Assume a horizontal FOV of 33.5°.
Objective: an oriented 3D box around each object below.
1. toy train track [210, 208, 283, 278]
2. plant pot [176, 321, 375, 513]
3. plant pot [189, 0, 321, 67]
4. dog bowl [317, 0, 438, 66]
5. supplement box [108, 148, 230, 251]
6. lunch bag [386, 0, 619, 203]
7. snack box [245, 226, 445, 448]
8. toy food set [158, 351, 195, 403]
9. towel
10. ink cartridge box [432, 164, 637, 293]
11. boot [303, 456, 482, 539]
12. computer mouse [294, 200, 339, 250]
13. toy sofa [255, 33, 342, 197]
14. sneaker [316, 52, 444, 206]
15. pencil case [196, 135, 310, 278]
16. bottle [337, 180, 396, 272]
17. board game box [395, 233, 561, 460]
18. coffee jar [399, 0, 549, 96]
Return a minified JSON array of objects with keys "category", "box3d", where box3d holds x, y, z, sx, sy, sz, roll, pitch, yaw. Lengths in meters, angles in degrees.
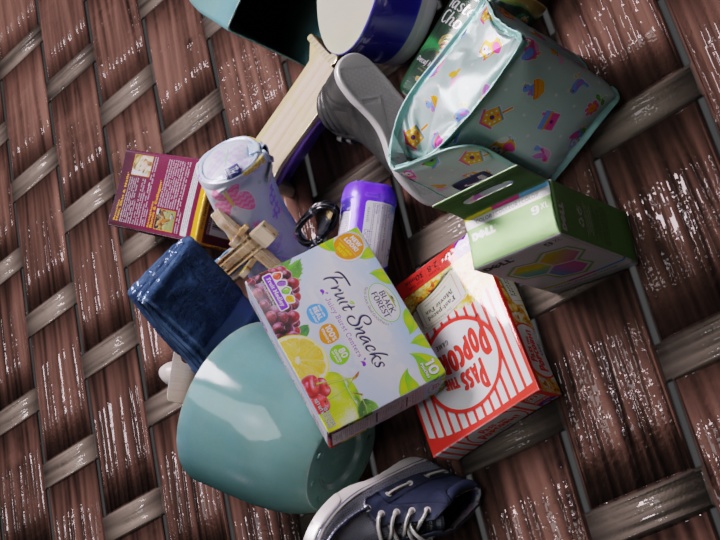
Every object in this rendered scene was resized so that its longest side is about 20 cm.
[{"category":"toy train track","box3d":[-0.154,-0.008,1.431,0.033,0.115,0.200,-56,12,-31]},{"category":"plant pot","box3d":[-0.081,0.180,1.352,0.160,0.200,0.202,22,94,31]},{"category":"plant pot","box3d":[-0.139,-0.381,1.589,0.200,0.141,0.142,35,102,49]},{"category":"dog bowl","box3d":[0.020,-0.347,1.409,0.200,0.078,0.202,-176,90,-66]},{"category":"supplement box","box3d":[-0.245,-0.096,1.638,0.199,0.085,0.111,12,87,43]},{"category":"lunch bag","box3d":[0.141,-0.152,1.247,0.200,0.170,0.122,-53,43,18]},{"category":"snack box","box3d":[-0.017,0.069,1.282,0.141,0.053,0.201,-26,64,-13]},{"category":"toy food set","box3d":[-0.215,0.099,1.515,0.200,0.060,0.145,122,156,-81]},{"category":"towel","box3d":[-0.173,0.064,1.411,0.048,0.200,0.112,-5,40,55]},{"category":"ink cartridge box","box3d":[0.173,-0.034,1.167,0.103,0.199,0.060,-23,64,36]},{"category":"boot","box3d":[0.035,0.254,1.228,0.090,0.199,0.073,12,119,41]},{"category":"computer mouse","box3d":[-0.064,0.001,1.429,0.034,0.058,0.201,-85,9,-52]},{"category":"toy sofa","box3d":[-0.067,-0.184,1.503,0.200,0.083,0.098,-53,54,18]},{"category":"sneaker","box3d":[0.025,-0.156,1.394,0.071,0.200,0.099,-41,10,-22]},{"category":"pencil case","box3d":[-0.124,-0.066,1.447,0.090,0.201,0.083,-27,39,-6]},{"category":"bottle","box3d":[0.000,0.000,1.396,0.084,0.065,0.202,124,153,-80]},{"category":"board game box","box3d":[0.114,0.081,1.295,0.151,0.046,0.201,-38,56,29]},{"category":"coffee jar","box3d":[0.132,-0.264,1.342,0.104,0.085,0.201,38,104,41]}]
